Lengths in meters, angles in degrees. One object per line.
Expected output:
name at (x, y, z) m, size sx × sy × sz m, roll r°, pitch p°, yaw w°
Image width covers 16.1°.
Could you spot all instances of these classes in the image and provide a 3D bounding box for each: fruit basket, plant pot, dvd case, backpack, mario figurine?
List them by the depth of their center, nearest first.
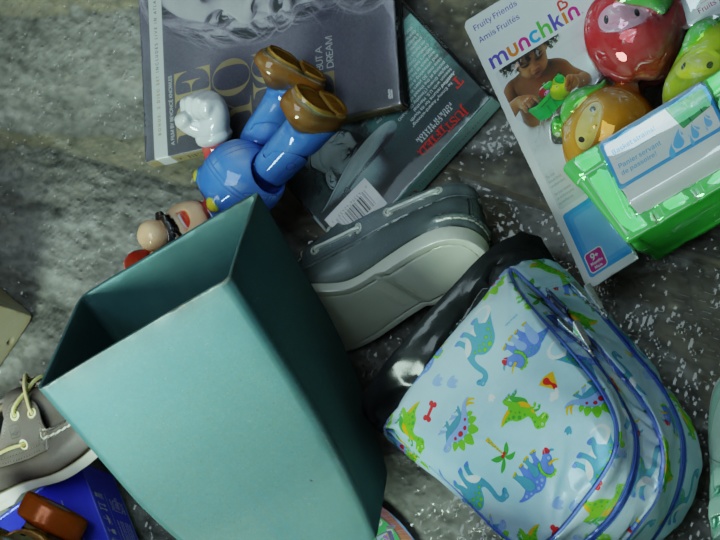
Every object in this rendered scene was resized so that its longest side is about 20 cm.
backpack at (0.111, 0.094, 1.546) m, size 0.200 × 0.154 × 0.163 m, roll 45°, pitch 100°, yaw 15°
fruit basket at (0.175, -0.119, 1.574) m, size 0.184 × 0.094 × 0.201 m, roll -30°, pitch 74°, yaw 18°
plant pot at (-0.074, 0.089, 1.579) m, size 0.141 × 0.142 × 0.201 m, roll -30°, pitch 106°, yaw 16°
mario figurine at (-0.098, -0.049, 1.673) m, size 0.106 × 0.124 × 0.201 m, roll 32°, pitch 108°, yaw -2°
dvd case at (-0.016, -0.126, 1.724) m, size 0.146 × 0.022 × 0.200 m, roll -47°, pitch 60°, yaw 10°
dvd case at (-0.063, -0.162, 1.737) m, size 0.199 × 0.016 × 0.150 m, roll -11°, pitch 73°, yaw 26°

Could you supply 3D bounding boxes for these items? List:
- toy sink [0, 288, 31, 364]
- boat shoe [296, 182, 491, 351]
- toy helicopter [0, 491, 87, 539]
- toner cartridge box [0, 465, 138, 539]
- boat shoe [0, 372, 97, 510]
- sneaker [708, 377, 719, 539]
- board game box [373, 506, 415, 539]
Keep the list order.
toy sink at (-0.356, 0.021, 1.813) m, size 0.200 × 0.112 × 0.131 m, roll 37°, pitch 95°, yaw 25°
boat shoe at (0.000, 0.000, 1.661) m, size 0.199 × 0.073 × 0.062 m, roll -23°, pitch 46°, yaw 31°
toy helicopter at (-0.188, 0.200, 1.605) m, size 0.199 × 0.132 × 0.079 m, roll 26°, pitch 85°, yaw 35°
toner cartridge box at (-0.179, 0.236, 1.694) m, size 0.095 × 0.043 × 0.201 m, roll -36°, pitch 58°, yaw 17°
boat shoe at (-0.218, 0.104, 1.707) m, size 0.200 × 0.059 × 0.072 m, roll -30°, pitch 28°, yaw 45°
sneaker at (0.229, 0.141, 1.474) m, size 0.073 × 0.118 × 0.202 m, roll -16°, pitch 69°, yaw 25°
board game box at (-0.047, 0.233, 1.638) m, size 0.200 × 0.039 × 0.158 m, roll -49°, pitch 61°, yaw 8°
